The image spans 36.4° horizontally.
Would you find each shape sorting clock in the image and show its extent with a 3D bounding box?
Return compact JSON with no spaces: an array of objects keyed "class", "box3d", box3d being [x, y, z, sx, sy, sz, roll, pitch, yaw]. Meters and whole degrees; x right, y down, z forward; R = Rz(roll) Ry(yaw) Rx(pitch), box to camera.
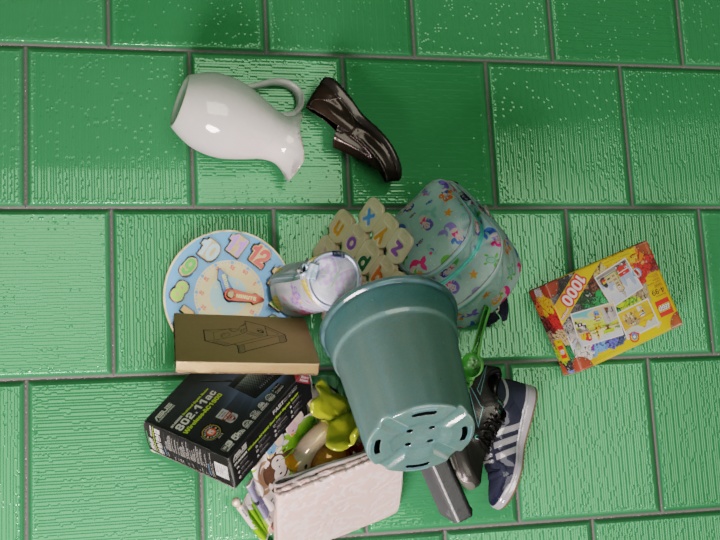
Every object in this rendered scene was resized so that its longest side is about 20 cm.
[{"class":"shape sorting clock","box3d":[-0.198,0.038,1.652,0.197,0.039,0.203,2,79,-13]}]

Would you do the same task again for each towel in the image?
[{"class":"towel","box3d":[-0.033,0.329,1.574,0.198,0.192,0.032,-17,51,-16]}]

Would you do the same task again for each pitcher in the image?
[{"class":"pitcher","box3d":[-0.180,-0.244,1.678,0.198,0.121,0.173,18,55,-20]}]

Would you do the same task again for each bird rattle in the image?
[{"class":"bird rattle","box3d":[-0.030,0.252,1.601,0.163,0.200,0.113,-42,57,-2]}]

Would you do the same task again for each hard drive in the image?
[{"class":"hard drive","box3d":[0.102,0.271,1.630,0.033,0.140,0.202,-24,86,-8]}]

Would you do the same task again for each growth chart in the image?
[{"class":"growth chart","box3d":[-0.107,0.293,1.600,0.200,0.018,0.145,-50,135,-17]}]

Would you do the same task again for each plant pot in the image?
[{"class":"plant pot","box3d":[0.060,0.146,1.467,0.197,0.202,0.197,-4,47,-14]}]

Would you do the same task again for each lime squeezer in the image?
[{"class":"lime squeezer","box3d":[0.147,0.152,1.589,0.037,0.071,0.201,29,77,18]}]

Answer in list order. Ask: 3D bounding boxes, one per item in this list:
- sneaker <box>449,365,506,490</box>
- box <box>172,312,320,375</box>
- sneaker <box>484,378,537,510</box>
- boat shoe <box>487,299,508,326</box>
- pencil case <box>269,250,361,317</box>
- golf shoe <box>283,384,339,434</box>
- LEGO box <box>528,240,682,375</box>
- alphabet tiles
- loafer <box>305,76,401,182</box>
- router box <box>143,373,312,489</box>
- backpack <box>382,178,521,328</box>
[{"class":"sneaker","box3d":[0.170,0.221,1.599,0.078,0.076,0.202,-12,51,20]},{"class":"box","box3d":[-0.166,0.103,1.559,0.197,0.164,0.022,2,111,-12]},{"class":"sneaker","box3d":[0.200,0.258,1.692,0.107,0.070,0.202,21,70,-13]},{"class":"boat shoe","box3d":[0.182,-0.004,1.744,0.093,0.074,0.202,34,44,-49]},{"class":"pencil case","box3d":[-0.068,0.022,1.572,0.090,0.200,0.084,4,84,-18]},{"class":"golf shoe","box3d":[-0.115,0.219,1.615,0.198,0.088,0.078,-14,85,-17]},{"class":"LEGO box","box3d":[0.394,0.061,1.772,0.198,0.077,0.150,-22,86,-16]},{"class":"alphabet tiles","box3d":[0.000,0.000,1.635,0.015,0.200,0.197,14,116,-46]},{"class":"loafer","box3d":[-0.013,-0.210,1.732,0.071,0.073,0.200,-40,86,-7]},{"class":"router box","box3d":[-0.181,0.192,1.526,0.148,0.063,0.200,16,43,27]},{"class":"backpack","box3d":[0.134,-0.023,1.636,0.177,0.150,0.201,-42,57,6]}]
